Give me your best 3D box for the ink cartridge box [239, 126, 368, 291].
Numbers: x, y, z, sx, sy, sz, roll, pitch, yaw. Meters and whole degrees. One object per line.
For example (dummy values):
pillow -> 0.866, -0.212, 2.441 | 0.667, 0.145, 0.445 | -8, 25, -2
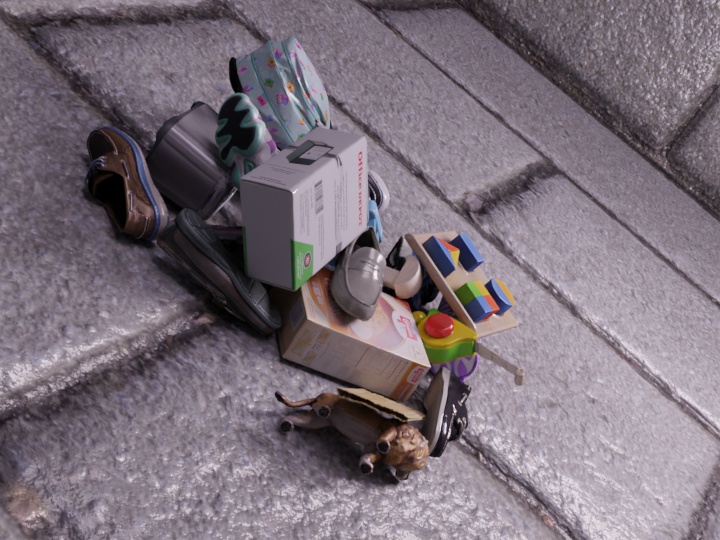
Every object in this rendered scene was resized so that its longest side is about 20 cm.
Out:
ink cartridge box -> -0.071, -0.087, 1.523 | 0.083, 0.147, 0.200 | 14, 32, 25

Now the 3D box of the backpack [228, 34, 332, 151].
backpack -> -0.117, -0.260, 1.721 | 0.168, 0.126, 0.200 | 64, 5, 32

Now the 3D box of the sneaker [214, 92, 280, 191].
sneaker -> -0.131, -0.151, 1.627 | 0.140, 0.077, 0.202 | -7, 82, -64

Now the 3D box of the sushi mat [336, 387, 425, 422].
sushi mat -> 0.029, 0.170, 1.438 | 0.095, 0.012, 0.200 | 20, -3, 11

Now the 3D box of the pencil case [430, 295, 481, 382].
pencil case -> 0.153, 0.096, 1.753 | 0.200, 0.083, 0.086 | -65, 138, -61

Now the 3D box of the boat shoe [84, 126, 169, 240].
boat shoe -> -0.329, -0.124, 1.539 | 0.072, 0.072, 0.200 | 1, 43, -48

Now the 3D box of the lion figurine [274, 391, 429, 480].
lion figurine -> -0.007, 0.192, 1.411 | 0.199, 0.073, 0.122 | 34, 17, 7

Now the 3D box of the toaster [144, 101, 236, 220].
toaster -> -0.236, -0.158, 1.661 | 0.129, 0.114, 0.200 | 37, 24, -2

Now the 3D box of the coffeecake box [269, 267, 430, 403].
coffeecake box -> -0.016, 0.080, 1.576 | 0.199, 0.073, 0.154 | 23, 26, -25

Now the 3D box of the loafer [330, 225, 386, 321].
loafer -> 0.000, 0.000, 1.566 | 0.070, 0.070, 0.201 | 28, 24, -18

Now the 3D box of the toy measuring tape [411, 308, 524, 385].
toy measuring tape -> 0.137, 0.116, 1.603 | 0.199, 0.074, 0.073 | 34, 21, 35

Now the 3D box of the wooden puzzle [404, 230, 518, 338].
wooden puzzle -> 0.164, 0.011, 1.729 | 0.186, 0.046, 0.200 | 56, 22, 14

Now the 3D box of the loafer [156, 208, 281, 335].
loafer -> -0.186, 0.011, 1.507 | 0.200, 0.063, 0.072 | 50, 16, -8

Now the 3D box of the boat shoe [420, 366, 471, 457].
boat shoe -> 0.119, 0.199, 1.554 | 0.060, 0.074, 0.200 | 28, 18, -4

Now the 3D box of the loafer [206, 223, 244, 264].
loafer -> -0.165, -0.040, 1.605 | 0.199, 0.072, 0.063 | 4, 36, -43

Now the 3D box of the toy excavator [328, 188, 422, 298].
toy excavator -> -0.003, -0.039, 1.722 | 0.192, 0.100, 0.201 | -5, 52, 8

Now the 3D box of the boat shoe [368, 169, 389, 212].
boat shoe -> -0.038, -0.166, 1.960 | 0.200, 0.072, 0.068 | 43, 25, 18

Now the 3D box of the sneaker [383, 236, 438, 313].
sneaker -> 0.088, 0.019, 1.786 | 0.089, 0.079, 0.201 | 28, 27, -11
